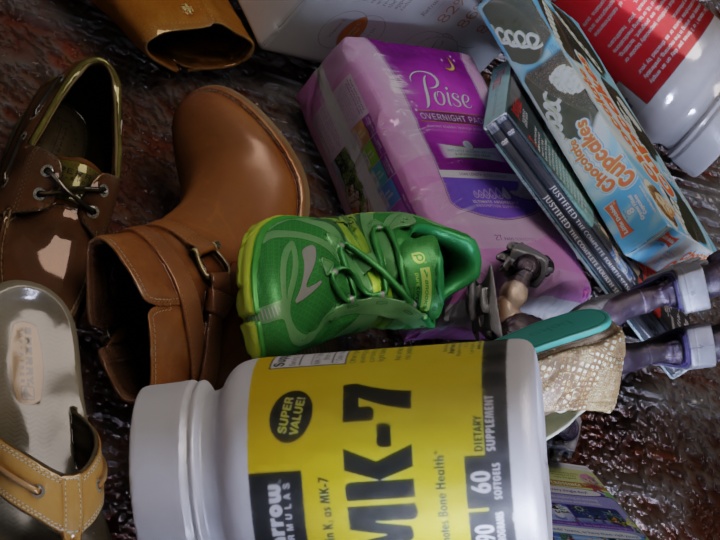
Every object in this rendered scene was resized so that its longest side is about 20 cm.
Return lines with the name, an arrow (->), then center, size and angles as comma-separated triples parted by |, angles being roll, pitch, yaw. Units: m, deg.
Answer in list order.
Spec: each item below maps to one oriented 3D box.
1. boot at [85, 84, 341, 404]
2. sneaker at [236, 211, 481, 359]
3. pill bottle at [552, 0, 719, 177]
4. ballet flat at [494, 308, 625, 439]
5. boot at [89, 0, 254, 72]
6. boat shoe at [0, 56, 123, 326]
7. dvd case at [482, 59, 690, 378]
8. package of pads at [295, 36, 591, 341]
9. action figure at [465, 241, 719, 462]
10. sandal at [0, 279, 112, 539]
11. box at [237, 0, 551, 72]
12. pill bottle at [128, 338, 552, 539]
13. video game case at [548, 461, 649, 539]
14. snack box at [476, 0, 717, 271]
boot -> -0.099, -0.013, 1.199 | 0.155, 0.076, 0.202 | 0, 71, -50
sneaker -> 0.000, 0.000, 1.177 | 0.200, 0.083, 0.075 | -22, 106, -57
pill bottle -> 0.186, -0.161, 1.552 | 0.200, 0.112, 0.112 | 39, 39, 0
ballet flat -> 0.055, 0.077, 1.197 | 0.198, 0.066, 0.071 | -13, 16, -9
boot -> -0.160, -0.189, 1.331 | 0.200, 0.071, 0.144 | 6, 42, -43
boat shoe -> -0.169, -0.038, 1.186 | 0.072, 0.068, 0.201 | 22, 43, -23
dvd case -> 0.146, -0.037, 1.394 | 0.200, 0.022, 0.146 | 53, 16, -13
package of pads -> 0.051, -0.048, 1.365 | 0.120, 0.076, 0.201 | 4, 51, -41
action figure -> 0.131, 0.044, 1.281 | 0.198, 0.069, 0.131 | -12, 102, -18
sandal -> -0.154, 0.092, 1.068 | 0.080, 0.054, 0.202 | 5, 64, -32
box -> 0.028, -0.215, 1.422 | 0.199, 0.152, 0.107 | 8, 47, -48
pill bottle -> -0.008, 0.097, 1.084 | 0.198, 0.115, 0.115 | -5, 45, 7
video game case -> 0.086, 0.153, 1.190 | 0.199, 0.022, 0.182 | 10, 24, -31
snack box -> 0.155, -0.089, 1.415 | 0.201, 0.037, 0.116 | 62, 18, 22
